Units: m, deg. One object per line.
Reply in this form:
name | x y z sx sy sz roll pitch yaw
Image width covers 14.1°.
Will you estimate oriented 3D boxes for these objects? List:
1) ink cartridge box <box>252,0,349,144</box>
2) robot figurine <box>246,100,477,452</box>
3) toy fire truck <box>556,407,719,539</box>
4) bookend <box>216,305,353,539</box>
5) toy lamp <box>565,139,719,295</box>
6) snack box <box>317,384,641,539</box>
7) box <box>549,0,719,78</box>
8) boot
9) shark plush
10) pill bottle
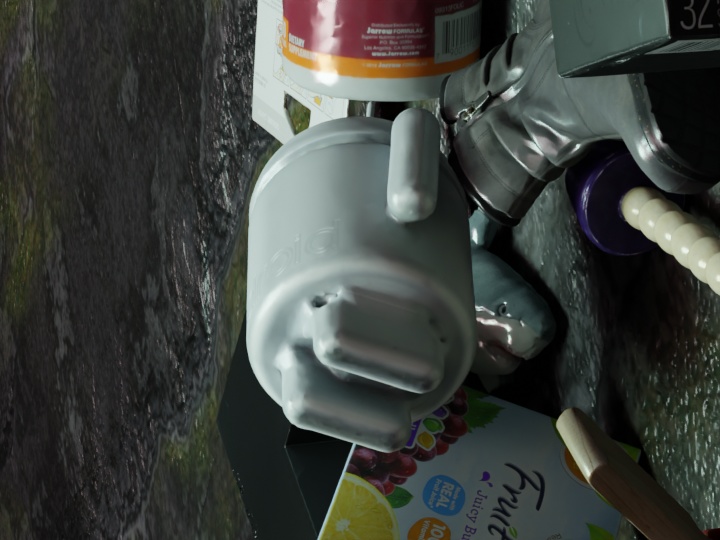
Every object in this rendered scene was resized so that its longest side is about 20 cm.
ink cartridge box | -0.021 -0.161 1.844 0.200 0.044 0.177 -139 47 -65
robot figurine | 0.000 0.000 1.449 0.170 0.112 0.200 -59 19 32
toy fire truck | 0.178 0.115 1.065 0.176 0.199 0.129 -138 46 -64
bookend | -0.006 0.102 1.795 0.201 0.092 0.199 106 151 -45
toy lamp | 0.148 -0.015 1.350 0.200 0.058 0.059 -135 43 -64
snack box | 0.047 0.151 1.438 0.053 0.142 0.201 109 -179 -48
box | 0.153 -0.186 1.143 0.124 0.148 0.201 168 97 -73
boot | 0.105 -0.065 1.364 0.132 0.070 0.200 -48 26 22
shark plush | 0.064 -0.009 1.653 0.083 0.091 0.200 -51 26 30
pill bottle | 0.013 -0.204 1.618 0.114 0.114 0.201 -136 44 -63
